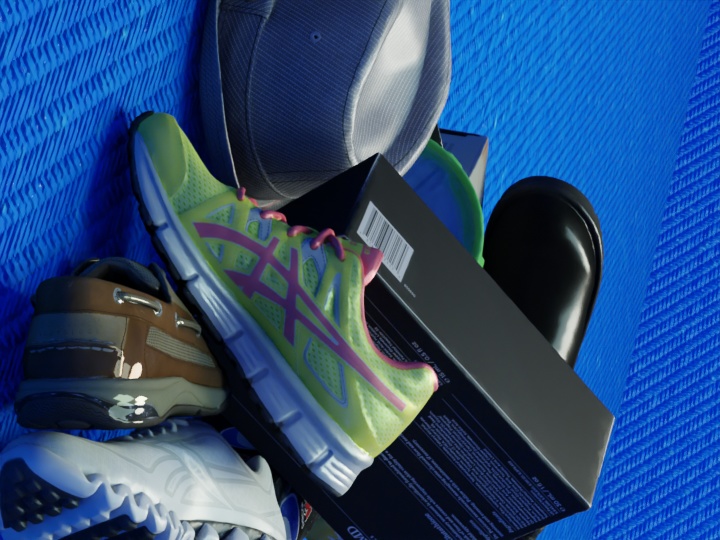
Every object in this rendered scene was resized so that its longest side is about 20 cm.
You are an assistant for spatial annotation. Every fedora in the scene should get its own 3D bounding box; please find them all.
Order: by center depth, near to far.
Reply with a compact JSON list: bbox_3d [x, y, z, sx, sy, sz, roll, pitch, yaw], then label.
[{"bbox_3d":[-0.008,-0.116,1.293,0.177,0.090,0.201,65,38,-46],"label":"fedora"}]

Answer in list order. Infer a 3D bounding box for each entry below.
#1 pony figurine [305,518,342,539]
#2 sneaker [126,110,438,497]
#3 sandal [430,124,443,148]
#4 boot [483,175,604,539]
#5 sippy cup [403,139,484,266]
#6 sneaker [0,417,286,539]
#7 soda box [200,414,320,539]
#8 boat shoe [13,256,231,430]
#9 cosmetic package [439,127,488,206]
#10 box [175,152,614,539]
[{"bbox_3d":[0.027,0.242,1.520,0.167,0.199,0.194,-54,153,-45],"label":"pony figurine"},{"bbox_3d":[-0.037,0.002,1.150,0.200,0.090,0.078,56,-3,-1],"label":"sneaker"},{"bbox_3d":[0.027,-0.159,1.433,0.075,0.045,0.201,-120,-167,-82],"label":"sandal"},{"bbox_3d":[0.103,0.063,1.538,0.158,0.079,0.212,-67,163,-62],"label":"boot"},{"bbox_3d":[0.000,0.000,1.420,0.130,0.139,0.178,96,18,-67],"label":"sippy cup"},{"bbox_3d":[-0.100,0.103,1.120,0.200,0.075,0.081,32,47,-53],"label":"sneaker"},{"bbox_3d":[-0.073,0.130,1.303,0.200,0.070,0.064,-46,144,-67],"label":"soda box"},{"bbox_3d":[-0.103,0.031,1.099,0.200,0.075,0.074,2,86,-84],"label":"boat shoe"},{"bbox_3d":[0.020,0.013,1.555,0.087,0.103,0.201,-59,157,-63],"label":"cosmetic package"},{"bbox_3d":[0.014,0.056,1.263,0.200,0.141,0.079,48,35,-20],"label":"box"}]
